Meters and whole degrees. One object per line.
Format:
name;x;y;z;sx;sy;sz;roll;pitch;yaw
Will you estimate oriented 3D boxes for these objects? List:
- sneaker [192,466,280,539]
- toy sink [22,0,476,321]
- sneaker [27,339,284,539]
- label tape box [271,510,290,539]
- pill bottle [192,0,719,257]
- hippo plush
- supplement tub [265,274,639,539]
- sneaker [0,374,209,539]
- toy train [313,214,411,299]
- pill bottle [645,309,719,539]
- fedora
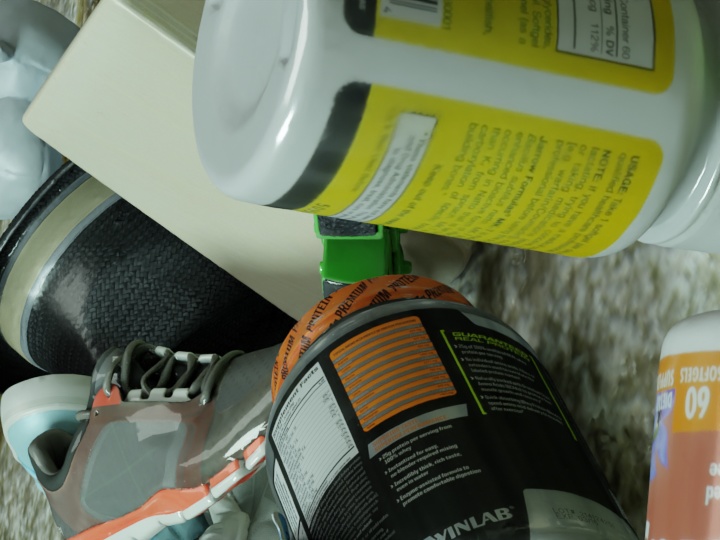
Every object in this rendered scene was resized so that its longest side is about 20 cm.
sneaker;-0.034;0.116;1.318;0.200;0.079;0.074;-105;-11;-69
toy sink;-0.032;-0.077;1.283;0.112;0.199;0.130;-59;8;-33
sneaker;-0.084;0.065;1.226;0.200;0.077;0.082;-35;90;37
label tape box;-0.043;0.197;1.011;0.143;0.066;0.202;98;165;-79
pill bottle;0.050;-0.066;0.987;0.114;0.199;0.115;-171;90;-67
hippo plush;-0.143;-0.093;1.526;0.159;0.160;0.202;-167;86;-68
supplement tub;0.033;0.093;1.073;0.200;0.122;0.123;-114;39;-55
sneaker;-0.105;0.127;1.349;0.074;0.200;0.082;-25;45;19
toy train;0.000;0.000;1.200;0.201;0.041;0.057;84;-173;-51
pill bottle;0.136;0.117;0.823;0.112;0.111;0.202;165;112;-66
fedora;-0.092;0.010;1.380;0.092;0.200;0.201;43;126;29
